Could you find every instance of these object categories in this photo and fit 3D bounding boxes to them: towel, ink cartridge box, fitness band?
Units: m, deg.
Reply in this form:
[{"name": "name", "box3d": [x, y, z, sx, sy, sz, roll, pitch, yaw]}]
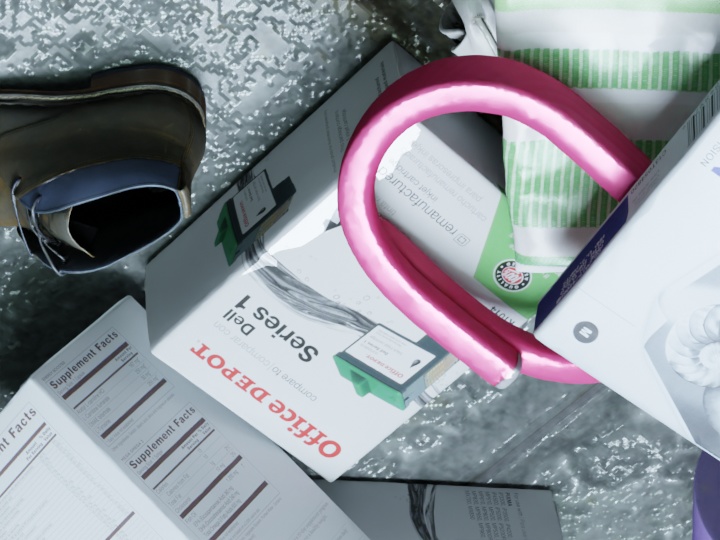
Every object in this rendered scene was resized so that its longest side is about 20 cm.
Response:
[{"name": "towel", "box3d": [0.142, -0.083, 1.162, 0.151, 0.023, 0.201, 2, 125, 10]}, {"name": "ink cartridge box", "box3d": [0.217, 0.010, 1.134, 0.199, 0.041, 0.200, 31, 121, -9]}, {"name": "fitness band", "box3d": [0.079, -0.019, 1.182, 0.200, 0.038, 0.143, 39, 121, -17]}, {"name": "ink cartridge box", "box3d": [0.000, 0.000, 1.282, 0.146, 0.085, 0.200, 37, 113, -28]}, {"name": "ink cartridge box", "box3d": [0.016, 0.208, 1.434, 0.198, 0.083, 0.148, 3, 124, -9]}]

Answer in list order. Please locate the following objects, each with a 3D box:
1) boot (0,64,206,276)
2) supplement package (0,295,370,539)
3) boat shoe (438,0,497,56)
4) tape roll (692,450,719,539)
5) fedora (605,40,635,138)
[{"name": "boot", "box3d": [-0.174, -0.042, 1.221, 0.199, 0.097, 0.075, -18, 126, 5]}, {"name": "supplement package", "box3d": [-0.109, 0.135, 1.288, 0.200, 0.110, 0.114, 46, 125, 1]}, {"name": "boat shoe", "box3d": [0.073, -0.128, 1.212, 0.065, 0.072, 0.201, -15, 129, 15]}, {"name": "tape roll", "box3d": [0.289, 0.158, 1.364, 0.198, 0.201, 0.085, -7, 126, -2]}, {"name": "fedora", "box3d": [0.208, -0.120, 1.220, 0.199, 0.092, 0.202, -4, 126, -5]}]
